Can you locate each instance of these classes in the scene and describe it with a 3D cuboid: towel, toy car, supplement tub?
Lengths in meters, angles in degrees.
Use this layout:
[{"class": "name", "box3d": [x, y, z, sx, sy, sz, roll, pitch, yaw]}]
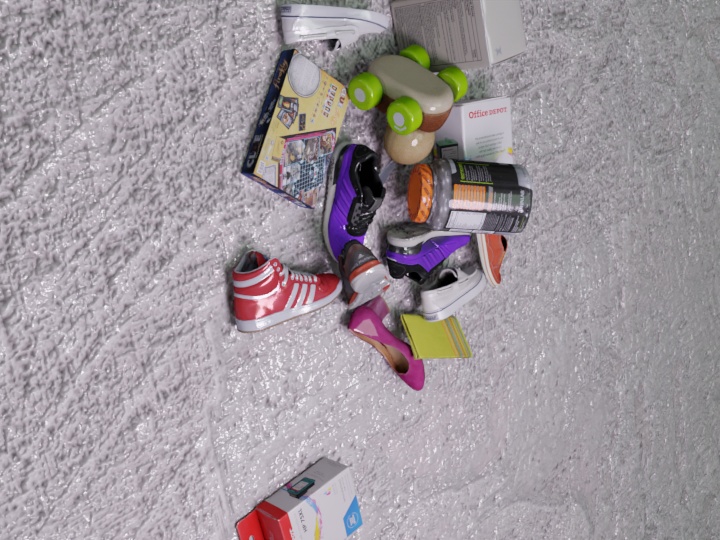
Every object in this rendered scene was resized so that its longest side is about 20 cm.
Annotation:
[{"class": "towel", "box3d": [0.139, 0.122, 1.538, 0.198, 0.018, 0.087, 7, 56, -55]}, {"class": "toy car", "box3d": [0.068, -0.241, 1.405, 0.164, 0.157, 0.202, -37, 152, -38]}, {"class": "supplement tub", "box3d": [0.185, -0.126, 1.441, 0.195, 0.122, 0.126, 4, 94, -12]}]

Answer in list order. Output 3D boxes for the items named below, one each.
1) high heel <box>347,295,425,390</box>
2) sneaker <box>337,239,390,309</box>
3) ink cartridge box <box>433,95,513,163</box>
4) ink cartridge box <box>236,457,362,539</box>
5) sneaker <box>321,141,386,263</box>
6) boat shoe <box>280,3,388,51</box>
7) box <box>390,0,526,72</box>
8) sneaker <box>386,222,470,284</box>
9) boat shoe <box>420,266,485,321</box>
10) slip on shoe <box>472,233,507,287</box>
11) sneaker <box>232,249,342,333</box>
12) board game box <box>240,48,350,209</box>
[{"class": "high heel", "box3d": [0.042, 0.147, 1.460, 0.096, 0.067, 0.202, -45, 110, -41]}, {"class": "sneaker", "box3d": [0.000, 0.000, 1.354, 0.076, 0.200, 0.083, -27, 76, -12]}, {"class": "ink cartridge box", "box3d": [0.211, -0.213, 1.564, 0.143, 0.083, 0.205, -18, 108, -41]}, {"class": "ink cartridge box", "box3d": [-0.095, 0.409, 1.363, 0.198, 0.066, 0.119, -29, 115, -37]}, {"class": "sneaker", "box3d": [-0.004, -0.103, 1.357, 0.069, 0.098, 0.205, -7, 104, -42]}, {"class": "boat shoe", "box3d": [-0.040, -0.377, 1.318, 0.196, 0.073, 0.067, -6, 105, -33]}, {"class": "box", "box3d": [0.163, -0.409, 1.412, 0.108, 0.198, 0.131, -27, 114, -39]}, {"class": "sneaker", "box3d": [0.117, -0.029, 1.508, 0.197, 0.069, 0.102, -11, 112, -41]}, {"class": "boat shoe", "box3d": [0.169, 0.026, 1.558, 0.199, 0.071, 0.067, -32, 111, -45]}, {"class": "slip on shoe", "box3d": [0.254, -0.037, 1.608, 0.060, 0.075, 0.202, -17, 141, 3]}, {"class": "sneaker", "box3d": [-0.111, 0.010, 1.292, 0.198, 0.070, 0.115, -23, 114, -38]}, {"class": "board game box", "box3d": [-0.096, -0.216, 1.301, 0.134, 0.034, 0.204, 27, 76, -43]}]
